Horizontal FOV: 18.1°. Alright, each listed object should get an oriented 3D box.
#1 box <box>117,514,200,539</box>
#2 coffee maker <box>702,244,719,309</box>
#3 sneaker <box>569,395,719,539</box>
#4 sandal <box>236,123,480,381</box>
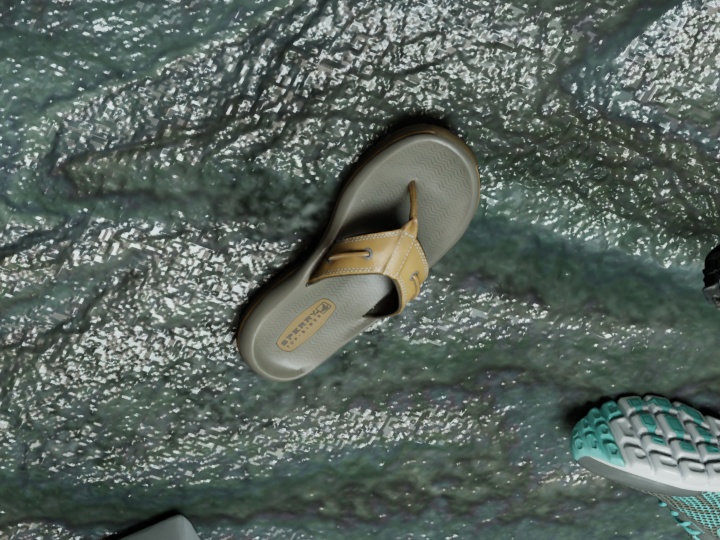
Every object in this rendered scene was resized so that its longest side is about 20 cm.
[{"bbox_3d":[-0.155,0.306,1.447,0.200,0.171,0.199,-22,124,6],"label":"box"},{"bbox_3d":[0.334,0.034,1.393,0.192,0.135,0.200,-9,127,25],"label":"coffee maker"},{"bbox_3d":[0.223,0.142,1.465,0.199,0.078,0.091,12,125,-15],"label":"sneaker"},{"bbox_3d":[0.000,0.000,1.339,0.082,0.055,0.200,35,112,-28],"label":"sandal"}]
